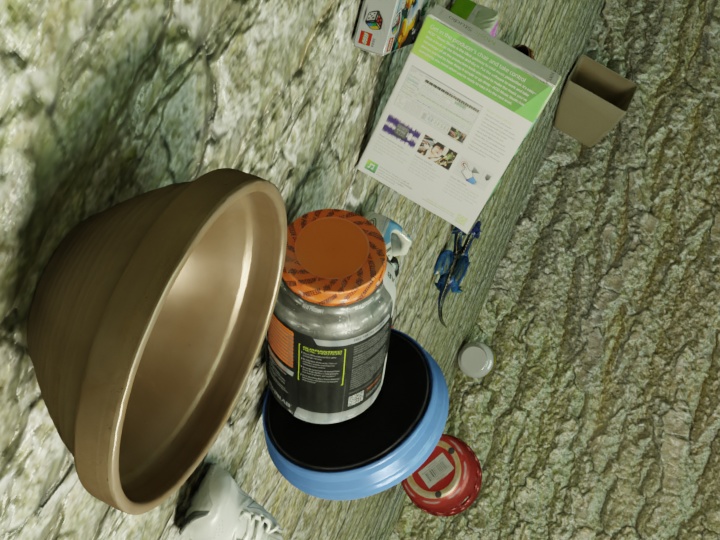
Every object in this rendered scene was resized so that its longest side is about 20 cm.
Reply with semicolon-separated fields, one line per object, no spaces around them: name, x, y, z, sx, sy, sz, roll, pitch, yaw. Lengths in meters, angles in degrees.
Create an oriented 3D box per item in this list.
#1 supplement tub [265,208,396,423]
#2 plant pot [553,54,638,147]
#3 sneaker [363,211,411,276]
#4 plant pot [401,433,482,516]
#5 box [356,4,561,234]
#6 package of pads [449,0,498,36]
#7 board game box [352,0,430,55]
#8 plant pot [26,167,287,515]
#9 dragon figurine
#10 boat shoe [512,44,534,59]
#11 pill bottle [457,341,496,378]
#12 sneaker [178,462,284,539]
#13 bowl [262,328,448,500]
supplement tub;-0.030;0.045;0.953;0.201;0.121;0.123;97;19;-51
plant pot;0.695;-0.498;3.060;0.200;0.199;0.178;-54;172;-49
sneaker;0.000;0.000;1.131;0.200;0.072;0.072;-53;162;-49
plant pot;0.192;0.496;2.495;0.202;0.199;0.183;-66;159;-12
box;0.096;-0.150;1.037;0.036;0.143;0.201;-56;176;-49
package of pads;0.103;-0.211;1.233;0.155;0.068;0.201;96;20;-49
board game box;0.050;-0.306;0.930;0.126;0.034;0.202;-45;153;-64
plant pot;-0.125;0.028;0.588;0.201;0.092;0.203;22;90;-77
dragon figurine;0.172;-0.002;1.891;0.100;0.058;0.202;76;36;-69
boat shoe;0.268;-0.347;1.715;0.200;0.070;0.071;-42;155;-64
pill bottle;0.333;0.256;2.901;0.200;0.103;0.105;24;87;-77
sneaker;-0.117;0.245;0.989;0.075;0.086;0.200;-63;165;-15
bowl;-0.009;0.139;1.045;0.202;0.199;0.040;-61;145;-33
